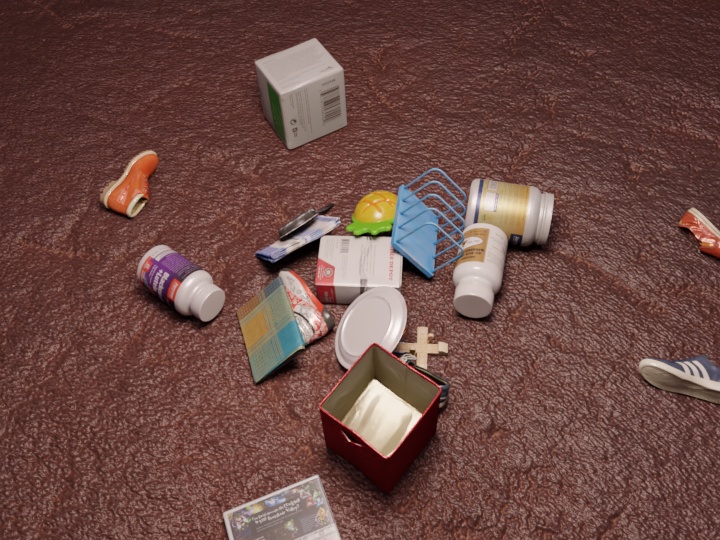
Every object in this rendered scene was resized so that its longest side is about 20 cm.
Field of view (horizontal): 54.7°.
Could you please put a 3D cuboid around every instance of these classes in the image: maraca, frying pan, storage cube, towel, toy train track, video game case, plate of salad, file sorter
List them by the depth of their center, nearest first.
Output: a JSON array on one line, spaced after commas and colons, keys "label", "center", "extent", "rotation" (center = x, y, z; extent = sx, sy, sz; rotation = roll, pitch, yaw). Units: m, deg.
[{"label": "video game case", "center": [-0.141, 0.505, 1.305], "extent": [0.197, 0.024, 0.183], "rotation": [-19, 55, -10]}, {"label": "storage cube", "center": [0.042, 0.288, 1.358], "extent": [0.170, 0.181, 0.200], "rotation": [31, 59, 23]}, {"label": "plate of salad", "center": [0.025, 0.128, 1.510], "extent": [0.198, 0.048, 0.203], "rotation": [-27, 46, 30]}, {"label": "toy train track", "center": [0.095, 0.165, 1.539], "extent": [0.196, 0.033, 0.116], "rotation": [1, 53, 5]}, {"label": "towel", "center": [-0.201, 0.130, 1.543], "extent": [0.146, 0.022, 0.202], "rotation": [-37, 52, 17]}, {"label": "file sorter", "center": [0.169, -0.118, 1.643], "extent": [0.122, 0.138, 0.202], "rotation": [-30, 35, 36]}, {"label": "towel", "center": [-0.153, -0.080, 1.687], "extent": [0.198, 0.024, 0.146], "rotation": [-31, 17, -18]}, {"label": "maraca", "center": [0.040, -0.130, 1.697], "extent": [0.135, 0.109, 0.200], "rotation": [-3, 25, 21]}, {"label": "frying pan", "center": [-0.128, -0.136, 1.729], "extent": [0.189, 0.115, 0.031], "rotation": [-36, 99, -20]}]

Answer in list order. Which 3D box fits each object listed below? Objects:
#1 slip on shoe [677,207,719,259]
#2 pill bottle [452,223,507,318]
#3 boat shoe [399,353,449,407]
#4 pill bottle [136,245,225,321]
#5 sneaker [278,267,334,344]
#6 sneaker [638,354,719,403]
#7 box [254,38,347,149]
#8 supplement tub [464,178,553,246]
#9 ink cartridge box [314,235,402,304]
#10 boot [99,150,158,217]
[{"label": "slip on shoe", "center": [0.841, -0.061, 1.661], "extent": [0.061, 0.074, 0.201], "rotation": [-43, 63, 14]}, {"label": "pill bottle", "center": [0.272, 0.001, 1.602], "extent": [0.112, 0.115, 0.202], "rotation": [10, 54, 10]}, {"label": "boat shoe", "center": [0.097, 0.216, 1.466], "extent": [0.198, 0.063, 0.074], "rotation": [30, 34, 27]}, {"label": "pill bottle", "center": [-0.412, 0.034, 1.610], "extent": [0.198, 0.112, 0.112], "rotation": [30, 60, 23]}, {"label": "sneaker", "center": [-0.157, 0.085, 1.589], "extent": [0.107, 0.068, 0.201], "rotation": [-32, 61, -23]}, {"label": "sneaker", "center": [0.682, 0.208, 1.458], "extent": [0.197, 0.075, 0.085], "rotation": [19, 57, 4]}, {"label": "box", "center": [-0.162, -0.491, 1.934], "extent": [0.198, 0.200, 0.172], "rotation": [-25, 55, -16]}, {"label": "supplement tub", "center": [0.357, -0.138, 1.682], "extent": [0.196, 0.145, 0.146], "rotation": [10, 54, 10]}, {"label": "ink cartridge box", "center": [0.000, 0.000, 1.634], "extent": [0.196, 0.083, 0.149], "rotation": [2, 54, 5]}, {"label": "boot", "center": [-0.583, -0.227, 1.843], "extent": [0.106, 0.075, 0.201], "rotation": [26, 67, 17]}]
